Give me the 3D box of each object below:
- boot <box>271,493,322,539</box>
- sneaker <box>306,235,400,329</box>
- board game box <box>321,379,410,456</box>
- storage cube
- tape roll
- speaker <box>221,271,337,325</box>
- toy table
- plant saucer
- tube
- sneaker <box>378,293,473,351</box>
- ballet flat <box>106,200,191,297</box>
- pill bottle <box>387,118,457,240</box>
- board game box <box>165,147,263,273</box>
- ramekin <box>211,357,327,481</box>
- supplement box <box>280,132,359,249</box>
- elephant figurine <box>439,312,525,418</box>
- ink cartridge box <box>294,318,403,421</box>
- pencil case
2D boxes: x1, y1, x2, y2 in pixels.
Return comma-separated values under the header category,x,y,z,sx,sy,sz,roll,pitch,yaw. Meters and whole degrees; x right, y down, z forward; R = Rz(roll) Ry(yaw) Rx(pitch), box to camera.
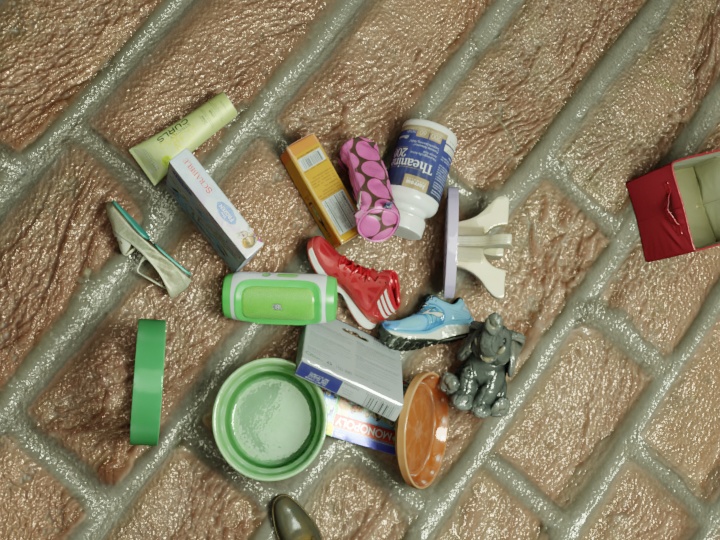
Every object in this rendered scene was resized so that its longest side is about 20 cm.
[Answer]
category,x,y,z,sx,sy,sz,roll,pitch,yaw
boot,-0.090,0.482,1.612,0.074,0.097,0.203,-27,91,-15
sneaker,0.000,0.000,1.675,0.201,0.115,0.079,49,34,-14
board game box,0.006,0.248,1.700,0.196,0.029,0.138,18,79,-11
storage cube,0.651,-0.128,1.827,0.196,0.180,0.175,-14,87,-14
tape roll,-0.348,0.182,1.530,0.047,0.200,0.206,5,82,-13
speaker,-0.140,0.048,1.637,0.195,0.088,0.091,2,83,3
toy table,0.212,-0.049,1.719,0.114,0.184,0.205,3,94,3
plant saucer,0.107,0.281,1.656,0.032,0.199,0.205,3,80,28
tube,-0.311,-0.241,1.671,0.199,0.052,0.058,-38,52,-10
sneaker,0.117,0.092,1.728,0.196,0.078,0.092,-6,72,-27
ballet flat,-0.379,-0.033,1.620,0.200,0.067,0.062,44,85,-5
pill bottle,0.102,-0.166,1.729,0.109,0.111,0.204,19,79,-11
board game box,-0.252,-0.095,1.588,0.041,0.199,0.201,-40,94,-15
ramekin,-0.153,0.256,1.608,0.195,0.098,0.205,0,80,-3
supplement box,-0.068,-0.143,1.709,0.068,0.066,0.203,-28,91,-18
elephant figurine,0.232,0.148,1.655,0.139,0.155,0.204,7,109,-24
ink cartridge box,-0.018,0.161,1.640,0.193,0.201,0.044,26,110,-9
pencil case,0.011,-0.151,1.667,0.092,0.091,0.202,16,38,-31
